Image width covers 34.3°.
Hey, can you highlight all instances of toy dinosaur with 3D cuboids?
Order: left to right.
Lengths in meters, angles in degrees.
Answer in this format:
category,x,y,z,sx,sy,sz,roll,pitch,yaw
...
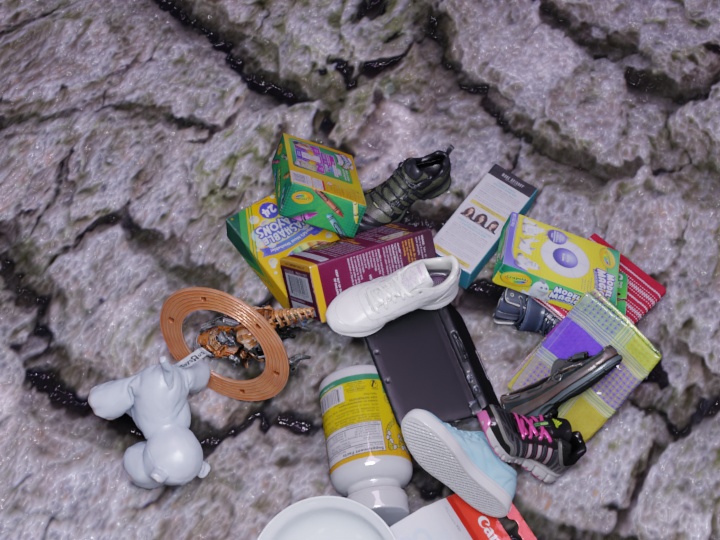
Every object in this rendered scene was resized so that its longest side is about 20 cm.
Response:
category,x,y,z,sx,sy,sz,roll,pitch,yaw
toy dinosaur,-0.144,0.094,1.635,0.200,0.136,0.102,1,66,46

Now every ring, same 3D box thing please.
category,x,y,z,sx,sy,sz,roll,pitch,yaw
ring,-0.185,0.099,1.600,0.200,0.201,0.019,24,46,10

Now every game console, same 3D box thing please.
category,x,y,z,sx,sy,sz,roll,pitch,yaw
game console,0.102,0.139,1.641,0.116,0.176,0.200,-27,61,11

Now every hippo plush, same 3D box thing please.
category,x,y,z,sx,sy,sz,roll,pitch,yaw
hippo plush,-0.250,0.206,1.567,0.159,0.200,0.161,-9,78,-53

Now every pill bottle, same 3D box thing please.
category,x,y,z,sx,sy,sz,roll,pitch,yaw
pill bottle,0.010,0.239,1.577,0.113,0.113,0.200,-5,59,-7

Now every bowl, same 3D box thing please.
category,x,y,z,sx,sy,sz,roll,pitch,yaw
bowl,-0.039,0.393,1.480,0.201,0.090,0.201,-2,71,5

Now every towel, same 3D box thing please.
category,x,y,z,sx,sy,sz,roll,pitch,yaw
towel,0.309,0.140,1.627,0.144,0.200,0.023,47,30,16
towel,0.350,0.031,1.717,0.145,0.023,0.200,40,47,17

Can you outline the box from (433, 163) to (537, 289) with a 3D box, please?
category,x,y,z,sx,sy,sz,roll,pitch,yaw
box,0.187,-0.071,1.816,0.082,0.049,0.200,33,62,15

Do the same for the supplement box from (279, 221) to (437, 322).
category,x,y,z,sx,sy,sz,roll,pitch,yaw
supplement box,0.000,0.000,1.685,0.200,0.110,0.086,-18,105,-24

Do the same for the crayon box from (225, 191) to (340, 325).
category,x,y,z,sx,sy,sz,roll,pitch,yaw
crayon box,-0.097,-0.026,1.767,0.126,0.052,0.200,-31,66,-21

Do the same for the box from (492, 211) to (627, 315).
category,x,y,z,sx,sy,sz,roll,pitch,yaw
box,0.295,0.000,1.677,0.200,0.048,0.117,21,45,-5

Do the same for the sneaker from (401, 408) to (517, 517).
category,x,y,z,sx,sy,sz,roll,pitch,yaw
sneaker,0.133,0.238,1.545,0.200,0.074,0.082,47,47,-21

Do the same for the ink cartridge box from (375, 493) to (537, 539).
category,x,y,z,sx,sy,sz,roll,pitch,yaw
ink cartridge box,0.141,0.371,1.532,0.200,0.047,0.160,-27,71,-21

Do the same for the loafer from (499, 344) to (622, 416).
category,x,y,z,sx,sy,sz,roll,pitch,yaw
loafer,0.268,0.153,1.603,0.072,0.200,0.063,-8,61,-52

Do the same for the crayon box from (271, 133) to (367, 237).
category,x,y,z,sx,sy,sz,roll,pitch,yaw
crayon box,-0.065,-0.131,1.758,0.119,0.058,0.200,17,24,-15

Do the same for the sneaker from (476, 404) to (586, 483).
category,x,y,z,sx,sy,sz,roll,pitch,yaw
sneaker,0.233,0.217,1.560,0.087,0.200,0.074,-37,42,21

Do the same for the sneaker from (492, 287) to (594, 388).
category,x,y,z,sx,sy,sz,roll,pitch,yaw
sneaker,0.270,0.091,1.699,0.146,0.077,0.203,6,48,-14

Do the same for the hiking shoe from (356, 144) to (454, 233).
category,x,y,z,sx,sy,sz,roll,pitch,yaw
hiking shoe,0.059,-0.132,1.814,0.200,0.101,0.076,-35,66,-22

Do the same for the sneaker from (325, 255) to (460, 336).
category,x,y,z,sx,sy,sz,roll,pitch,yaw
sneaker,0.045,0.025,1.583,0.200,0.100,0.075,-20,68,-17
